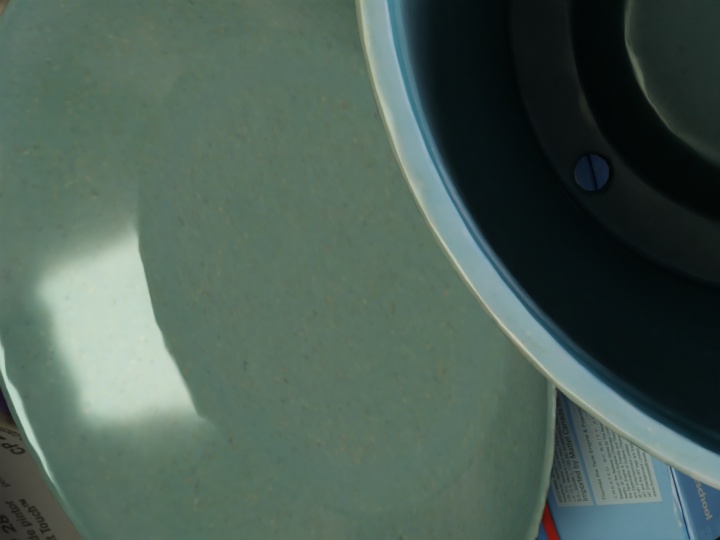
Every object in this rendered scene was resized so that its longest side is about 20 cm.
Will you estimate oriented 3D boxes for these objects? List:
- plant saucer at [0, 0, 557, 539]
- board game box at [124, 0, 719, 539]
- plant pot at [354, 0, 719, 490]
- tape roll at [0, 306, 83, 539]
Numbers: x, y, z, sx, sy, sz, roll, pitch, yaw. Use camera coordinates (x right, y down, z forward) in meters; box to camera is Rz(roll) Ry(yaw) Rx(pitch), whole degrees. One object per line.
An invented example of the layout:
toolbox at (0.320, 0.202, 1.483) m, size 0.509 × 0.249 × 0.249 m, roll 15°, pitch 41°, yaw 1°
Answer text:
plant saucer at (-0.019, 0.005, 0.717) m, size 0.200 × 0.039 × 0.202 m, roll 18°, pitch 118°, yaw 39°
board game box at (0.000, 0.000, 0.749) m, size 0.199 × 0.037 × 0.152 m, roll -8°, pitch 101°, yaw 44°
plant pot at (0.095, -0.056, 0.566) m, size 0.199 × 0.188 × 0.201 m, roll 0°, pitch 90°, yaw -2°
tape roll at (-0.124, 0.113, 0.779) m, size 0.085 × 0.200 × 0.201 m, roll -16°, pitch 97°, yaw 29°
